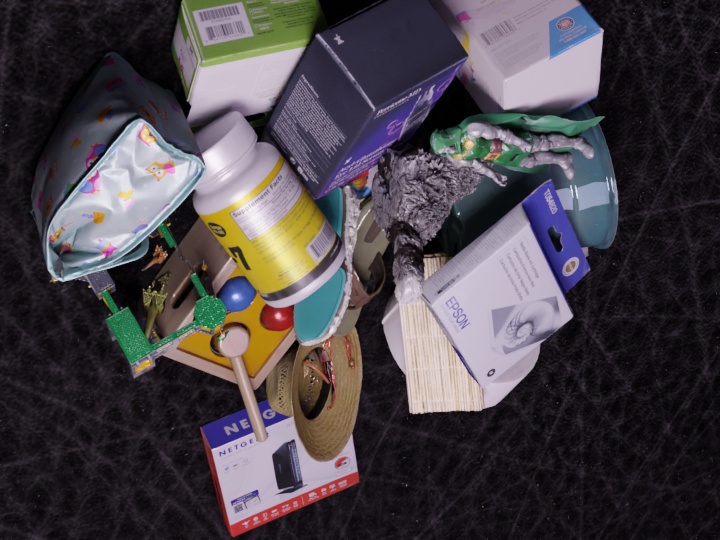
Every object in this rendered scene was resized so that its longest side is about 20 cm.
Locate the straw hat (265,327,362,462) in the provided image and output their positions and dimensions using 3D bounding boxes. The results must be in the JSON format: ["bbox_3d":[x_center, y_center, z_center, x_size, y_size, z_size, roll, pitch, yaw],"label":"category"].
[{"bbox_3d":[-0.076,0.145,1.857,0.084,0.202,0.202,1,141,27],"label":"straw hat"}]

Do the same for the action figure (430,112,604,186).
[{"bbox_3d":[0.160,-0.135,1.575,0.198,0.055,0.118,2,147,-28],"label":"action figure"}]

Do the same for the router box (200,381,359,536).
[{"bbox_3d":[-0.108,0.254,1.964,0.198,0.049,0.181,-21,132,-14],"label":"router box"}]

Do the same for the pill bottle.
[{"bbox_3d":[-0.114,-0.068,1.583,0.114,0.114,0.201,-36,112,0],"label":"pill bottle"}]

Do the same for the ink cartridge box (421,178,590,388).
[{"bbox_3d":[0.180,0.020,1.661,0.200,0.041,0.200,-40,140,-4],"label":"ink cartridge box"}]

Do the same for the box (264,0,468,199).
[{"bbox_3d":[0.003,-0.192,1.559,0.147,0.105,0.200,-32,170,-30],"label":"box"}]

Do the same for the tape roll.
[{"bbox_3d":[0.131,0.076,1.851,0.200,0.204,0.071,2,146,-31],"label":"tape roll"}]

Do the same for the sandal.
[{"bbox_3d":[0.000,-0.001,1.772,0.079,0.057,0.202,2,123,-38],"label":"sandal"}]

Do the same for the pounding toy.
[{"bbox_3d":[-0.150,0.068,1.729,0.183,0.142,0.201,25,109,-40],"label":"pounding toy"}]

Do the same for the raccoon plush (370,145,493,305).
[{"bbox_3d":[0.088,-0.056,1.620,0.133,0.097,0.203,3,82,-25],"label":"raccoon plush"}]

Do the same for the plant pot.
[{"bbox_3d":[0.189,-0.100,1.772,0.194,0.201,0.202,-15,131,-9],"label":"plant pot"}]

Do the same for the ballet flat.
[{"bbox_3d":[-0.030,-0.006,1.688,0.071,0.071,0.202,18,77,-38],"label":"ballet flat"}]

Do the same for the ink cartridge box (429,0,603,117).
[{"bbox_3d":[0.166,-0.274,1.620,0.128,0.201,0.126,-27,151,-8],"label":"ink cartridge box"}]

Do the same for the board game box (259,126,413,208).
[{"bbox_3d":[-0.041,-0.105,1.730,0.198,0.035,0.127,1,124,-32],"label":"board game box"}]

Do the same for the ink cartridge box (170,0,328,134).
[{"bbox_3d":[-0.131,-0.225,1.567,0.146,0.076,0.200,-15,164,-20],"label":"ink cartridge box"}]

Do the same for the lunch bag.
[{"bbox_3d":[-0.270,-0.098,1.509,0.122,0.171,0.200,33,105,-34],"label":"lunch bag"}]

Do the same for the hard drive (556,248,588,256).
[{"bbox_3d":[0.185,-0.010,1.821,0.199,0.131,0.027,-23,113,-50],"label":"hard drive"}]

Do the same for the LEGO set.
[{"bbox_3d":[-0.243,0.025,1.627,0.153,0.200,0.116,-38,174,-14],"label":"LEGO set"}]

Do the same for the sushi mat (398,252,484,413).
[{"bbox_3d":[0.097,0.077,1.739,0.094,0.012,0.202,-5,106,6],"label":"sushi mat"}]
